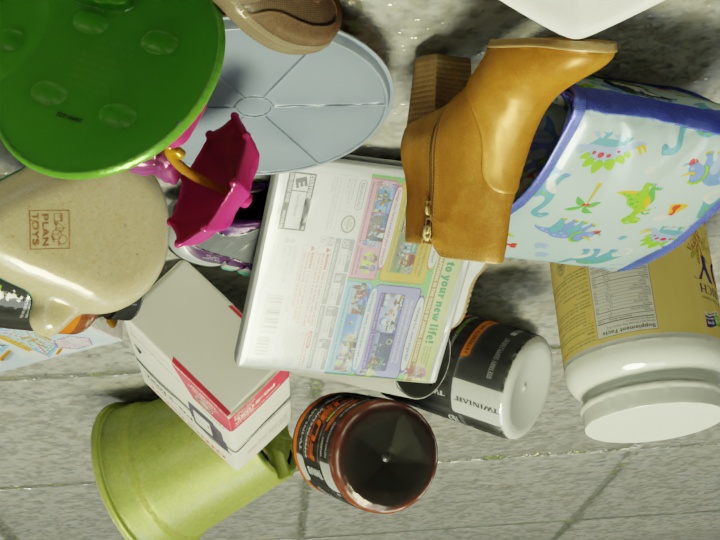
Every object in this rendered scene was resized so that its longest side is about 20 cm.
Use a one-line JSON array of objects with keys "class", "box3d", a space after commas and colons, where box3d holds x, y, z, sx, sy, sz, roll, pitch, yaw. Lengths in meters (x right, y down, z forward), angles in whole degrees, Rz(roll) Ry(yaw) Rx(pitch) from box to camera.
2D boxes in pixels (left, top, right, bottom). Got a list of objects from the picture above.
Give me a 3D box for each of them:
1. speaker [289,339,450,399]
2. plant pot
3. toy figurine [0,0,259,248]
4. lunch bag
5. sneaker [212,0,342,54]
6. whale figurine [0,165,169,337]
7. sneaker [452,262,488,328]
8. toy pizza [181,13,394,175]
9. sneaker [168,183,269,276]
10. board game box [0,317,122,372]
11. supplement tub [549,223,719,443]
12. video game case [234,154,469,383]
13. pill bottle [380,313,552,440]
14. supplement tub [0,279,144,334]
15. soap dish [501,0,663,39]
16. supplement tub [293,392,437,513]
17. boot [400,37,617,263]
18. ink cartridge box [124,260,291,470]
[{"class": "speaker", "box3d": [-0.011, 0.069, 1.328, 0.199, 0.082, 0.081, 6, 172, 46]}, {"class": "plant pot", "box3d": [-0.181, 0.214, 1.632, 0.183, 0.202, 0.200, -26, 152, 17]}, {"class": "toy figurine", "box3d": [-0.147, -0.090, 0.901, 0.199, 0.151, 0.184, 18, 161, 24]}, {"class": "lunch bag", "box3d": [0.176, -0.082, 1.031, 0.169, 0.129, 0.200, 5, 166, -22]}, {"class": "sneaker", "box3d": [-0.054, -0.187, 0.802, 0.075, 0.071, 0.200, -22, 154, 26]}, {"class": "whale figurine", "box3d": [-0.245, -0.031, 1.053, 0.199, 0.161, 0.103, -4, -175, -36]}, {"class": "sneaker", "box3d": [0.049, -0.003, 1.272, 0.108, 0.071, 0.200, -2, 154, -10]}, {"class": "toy pizza", "box3d": [-0.075, -0.128, 0.988, 0.198, 0.032, 0.201, -2, 154, -1]}, {"class": "sneaker", "box3d": [-0.064, -0.030, 1.184, 0.199, 0.075, 0.087, 11, 148, -32]}, {"class": "board game box", "box3d": [-0.365, 0.044, 1.337, 0.198, 0.041, 0.200, -14, 156, 23]}, {"class": "supplement tub", "box3d": [0.246, 0.039, 1.242, 0.144, 0.202, 0.146, -4, 158, -2]}, {"class": "video game case", "box3d": [0.000, 0.000, 1.168, 0.181, 0.022, 0.201, 6, 117, -16]}, {"class": "pill bottle", "box3d": [0.082, 0.091, 1.396, 0.199, 0.107, 0.106, 16, 170, 31]}, {"class": "supplement tub", "box3d": [-0.280, -0.003, 1.155, 0.199, 0.108, 0.107, 8, 155, -29]}, {"class": "soap dish", "box3d": [0.146, -0.215, 0.757, 0.199, 0.082, 0.157, -24, 151, 38]}, {"class": "supplement tub", "box3d": [-0.005, 0.176, 1.384, 0.106, 0.108, 0.200, 3, 177, -18]}, {"class": "boot", "box3d": [0.096, -0.077, 0.930, 0.070, 0.145, 0.201, -1, -179, -33]}, {"class": "ink cartridge box", "box3d": [-0.145, 0.098, 1.365, 0.084, 0.145, 0.200, -43, 166, -17]}]
